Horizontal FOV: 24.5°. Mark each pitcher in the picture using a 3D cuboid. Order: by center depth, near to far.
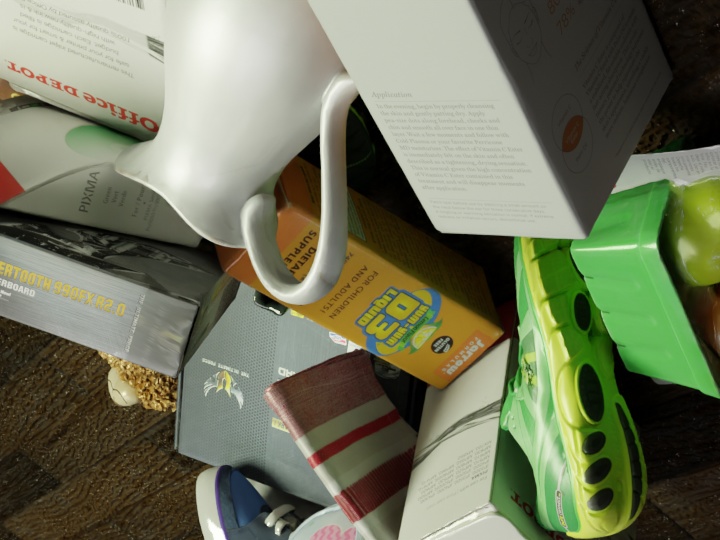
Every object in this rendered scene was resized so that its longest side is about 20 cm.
[{"bbox_3d":[-0.040,-0.100,0.891,0.172,0.121,0.201,44,122,30],"label":"pitcher"}]

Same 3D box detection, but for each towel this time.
[{"bbox_3d":[0.025,0.144,1.079,0.023,0.144,0.201,-39,82,21],"label":"towel"}]

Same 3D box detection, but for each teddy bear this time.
[{"bbox_3d":[-0.201,0.047,1.367,0.144,0.067,0.201,24,148,18],"label":"teddy bear"}]

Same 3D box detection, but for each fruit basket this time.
[{"bbox_3d":[0.226,-0.007,0.908,0.198,0.094,0.186,-9,132,28],"label":"fruit basket"}]

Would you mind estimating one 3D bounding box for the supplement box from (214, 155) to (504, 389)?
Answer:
[{"bbox_3d":[0.000,0.000,1.042,0.199,0.069,0.067,28,117,-38],"label":"supplement box"}]

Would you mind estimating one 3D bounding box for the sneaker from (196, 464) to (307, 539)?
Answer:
[{"bbox_3d":[-0.018,0.208,1.195,0.146,0.080,0.202,-29,80,15],"label":"sneaker"}]

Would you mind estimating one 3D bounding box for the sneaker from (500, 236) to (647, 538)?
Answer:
[{"bbox_3d":[0.112,0.060,0.986,0.074,0.202,0.083,9,157,-39],"label":"sneaker"}]

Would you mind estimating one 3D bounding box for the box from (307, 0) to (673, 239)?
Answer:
[{"bbox_3d":[0.062,-0.130,0.822,0.097,0.125,0.201,4,139,39],"label":"box"}]

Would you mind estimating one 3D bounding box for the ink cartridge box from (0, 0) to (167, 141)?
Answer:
[{"bbox_3d":[-0.153,-0.182,0.982,0.145,0.085,0.201,23,149,14],"label":"ink cartridge box"}]

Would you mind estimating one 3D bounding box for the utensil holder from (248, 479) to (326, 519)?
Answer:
[{"bbox_3d":[0.014,0.209,1.307,0.198,0.171,0.171,13,144,25],"label":"utensil holder"}]

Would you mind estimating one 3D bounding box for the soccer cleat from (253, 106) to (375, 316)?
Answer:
[{"bbox_3d":[-0.035,-0.040,1.079,0.067,0.081,0.201,26,149,9],"label":"soccer cleat"}]

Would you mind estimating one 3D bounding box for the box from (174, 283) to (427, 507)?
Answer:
[{"bbox_3d":[-0.040,0.084,1.215,0.198,0.051,0.159,17,113,26],"label":"box"}]

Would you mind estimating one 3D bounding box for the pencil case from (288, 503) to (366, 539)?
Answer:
[{"bbox_3d":[0.031,0.238,1.096,0.200,0.091,0.083,43,173,-26],"label":"pencil case"}]

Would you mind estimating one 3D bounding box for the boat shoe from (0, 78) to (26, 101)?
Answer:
[{"bbox_3d":[-0.219,-0.139,1.124,0.067,0.073,0.200,-21,129,43],"label":"boat shoe"}]

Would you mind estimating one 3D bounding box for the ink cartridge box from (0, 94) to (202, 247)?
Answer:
[{"bbox_3d":[-0.205,-0.075,1.013,0.198,0.051,0.161,14,-166,-31],"label":"ink cartridge box"}]

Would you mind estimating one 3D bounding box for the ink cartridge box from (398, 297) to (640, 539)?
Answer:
[{"bbox_3d":[0.107,0.141,1.077,0.083,0.201,0.147,-31,115,30],"label":"ink cartridge box"}]

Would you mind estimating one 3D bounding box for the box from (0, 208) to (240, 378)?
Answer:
[{"bbox_3d":[-0.158,-0.007,1.010,0.157,0.049,0.200,19,-167,2],"label":"box"}]
